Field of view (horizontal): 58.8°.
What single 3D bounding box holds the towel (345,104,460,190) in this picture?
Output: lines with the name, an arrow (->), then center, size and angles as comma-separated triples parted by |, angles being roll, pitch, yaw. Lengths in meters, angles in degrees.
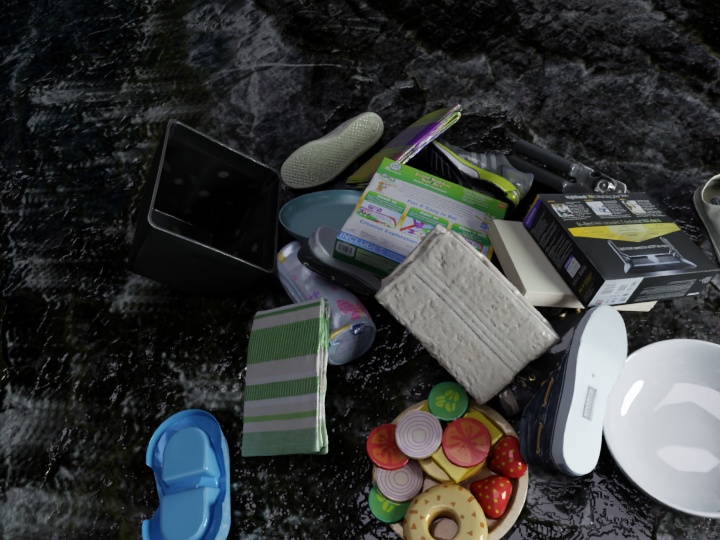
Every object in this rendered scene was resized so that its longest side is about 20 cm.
towel -> 0.067, -0.199, 1.058 | 0.200, 0.023, 0.143 | -42, 18, -13

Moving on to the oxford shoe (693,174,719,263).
oxford shoe -> 0.507, -0.050, 0.847 | 0.074, 0.058, 0.202 | -15, 56, 3

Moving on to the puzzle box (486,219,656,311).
puzzle box -> 0.276, -0.006, 0.838 | 0.198, 0.026, 0.134 | 4, 43, -17

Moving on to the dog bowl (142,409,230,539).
dog bowl -> -0.225, 0.288, 0.849 | 0.110, 0.050, 0.202 | -15, 55, 7

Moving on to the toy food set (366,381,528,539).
toy food set -> 0.102, 0.244, 0.780 | 0.200, 0.049, 0.198 | -42, 56, -12

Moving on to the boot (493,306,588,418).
boot -> 0.220, 0.077, 0.839 | 0.149, 0.073, 0.202 | -19, 57, 5

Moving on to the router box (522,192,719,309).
router box -> 0.334, -0.032, 0.829 | 0.198, 0.053, 0.158 | -3, 46, -24

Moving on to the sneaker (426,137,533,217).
sneaker -> 0.186, -0.158, 1.018 | 0.081, 0.074, 0.200 | -35, 56, -25

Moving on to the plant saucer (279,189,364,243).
plant saucer -> -0.027, -0.077, 0.997 | 0.197, 0.028, 0.201 | 1, 28, -1

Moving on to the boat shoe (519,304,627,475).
boat shoe -> 0.242, 0.136, 0.749 | 0.070, 0.091, 0.202 | 29, 69, -16

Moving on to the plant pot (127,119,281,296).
plant pot -> -0.255, -0.072, 0.997 | 0.177, 0.199, 0.201 | -36, 43, 41

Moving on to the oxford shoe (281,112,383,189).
oxford shoe -> -0.048, -0.206, 1.112 | 0.199, 0.076, 0.058 | -33, 16, 4

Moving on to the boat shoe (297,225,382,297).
boat shoe -> 0.000, 0.000, 0.908 | 0.056, 0.199, 0.069 | -34, 39, 38

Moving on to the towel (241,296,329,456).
towel -> -0.101, 0.146, 0.866 | 0.151, 0.023, 0.202 | -13, 68, 36

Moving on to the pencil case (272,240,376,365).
pencil case -> -0.057, 0.044, 0.938 | 0.090, 0.084, 0.201 | -15, 49, -25

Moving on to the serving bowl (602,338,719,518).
serving bowl -> 0.377, 0.183, 0.727 | 0.198, 0.066, 0.202 | -8, 55, 12

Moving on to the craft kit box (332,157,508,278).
craft kit box -> 0.088, -0.057, 0.878 | 0.198, 0.049, 0.198 | 22, 49, 7

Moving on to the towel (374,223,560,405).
towel -> 0.124, 0.052, 0.774 | 0.200, 0.034, 0.133 | 46, 111, 4

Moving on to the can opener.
can opener -> 0.319, -0.141, 0.977 | 0.200, 0.066, 0.054 | 37, 113, 38
